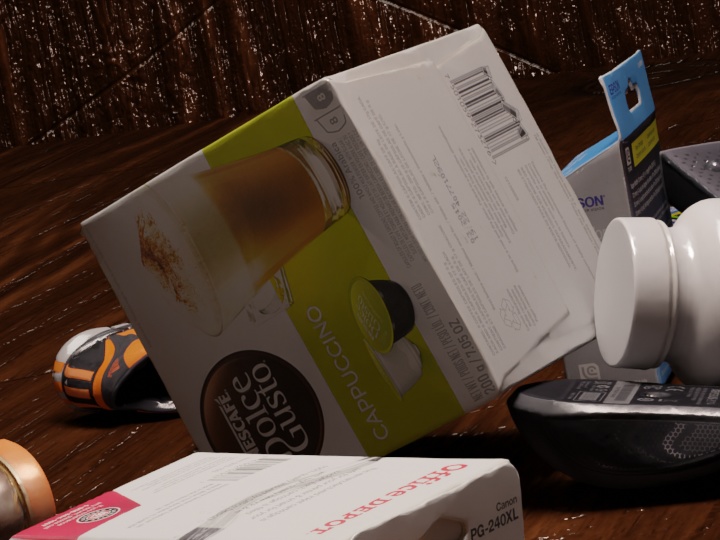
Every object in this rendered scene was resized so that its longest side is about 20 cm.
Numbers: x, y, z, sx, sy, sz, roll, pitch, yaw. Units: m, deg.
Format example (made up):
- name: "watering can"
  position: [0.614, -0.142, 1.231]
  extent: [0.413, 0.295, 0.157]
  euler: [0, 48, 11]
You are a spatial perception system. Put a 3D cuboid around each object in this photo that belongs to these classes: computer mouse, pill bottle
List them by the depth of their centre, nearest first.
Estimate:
- name: "computer mouse"
  position: [0.176, 0.093, 1.534]
  extent: [0.200, 0.053, 0.138]
  euler: [3, 9, 16]
- name: "pill bottle"
  position: [0.239, 0.016, 1.614]
  extent: [0.200, 0.112, 0.112]
  euler: [2, 7, -11]

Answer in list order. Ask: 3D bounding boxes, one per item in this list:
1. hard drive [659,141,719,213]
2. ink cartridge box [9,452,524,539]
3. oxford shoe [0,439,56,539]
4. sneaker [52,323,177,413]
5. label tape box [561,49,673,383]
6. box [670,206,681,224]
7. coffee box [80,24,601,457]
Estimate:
- name: "hard drive"
  position: [0.303, -0.043, 1.856]
  extent: [0.200, 0.042, 0.135]
  euler: [-7, 33, -31]
- name: "ink cartridge box"
  position: [-0.040, 0.143, 1.334]
  extent: [0.200, 0.083, 0.145]
  euler: [-2, 12, 38]
- name: "oxford shoe"
  position: [-0.257, 0.128, 1.706]
  extent: [0.073, 0.071, 0.200]
  euler: [-21, 14, -29]
- name: "sneaker"
  position: [-0.108, 0.057, 2.003]
  extent: [0.200, 0.078, 0.112]
  euler: [-28, 22, -30]
- name: "label tape box"
  position: [0.158, -0.031, 1.820]
  extent: [0.066, 0.200, 0.143]
  euler: [-9, 9, 16]
- name: "box"
  position: [0.152, -0.008, 2.117]
  extent: [0.200, 0.064, 0.070]
  euler: [-2, 11, 41]
- name: "coffee box"
  position: [0.000, 0.000, 1.649]
  extent: [0.198, 0.200, 0.200]
  euler: [-29, -1, 30]
